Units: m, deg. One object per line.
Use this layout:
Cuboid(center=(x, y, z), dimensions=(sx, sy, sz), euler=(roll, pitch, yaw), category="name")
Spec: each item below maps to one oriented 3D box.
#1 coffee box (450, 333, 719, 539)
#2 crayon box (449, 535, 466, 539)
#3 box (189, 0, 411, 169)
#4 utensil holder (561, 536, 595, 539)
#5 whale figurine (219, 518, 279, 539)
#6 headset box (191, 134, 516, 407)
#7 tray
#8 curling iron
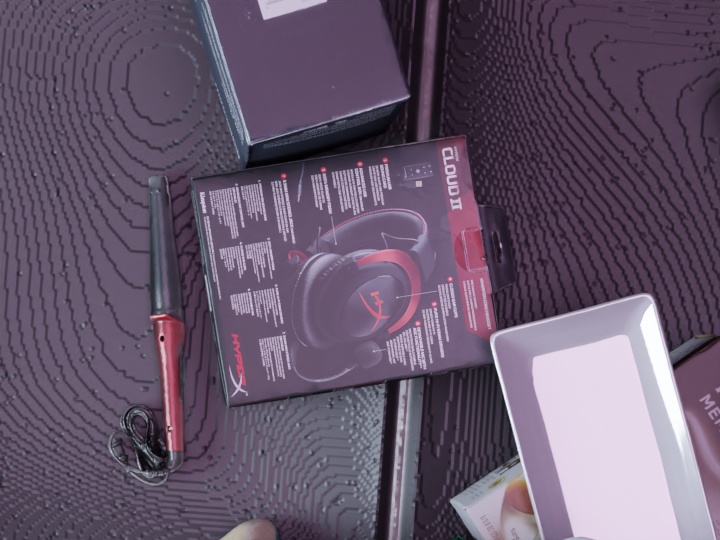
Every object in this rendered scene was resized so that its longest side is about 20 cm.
Cuboid(center=(0.173, 0.141, 1.450), dimensions=(0.200, 0.080, 0.115), euler=(-34, 90, -5), category="coffee box")
Cuboid(center=(0.021, 0.277, 1.441), dimensions=(0.200, 0.058, 0.119), euler=(-36, 90, -5), category="crayon box")
Cuboid(center=(-0.052, -0.175, 1.400), dimensions=(0.104, 0.182, 0.201), euler=(-17, 89, -6), category="box")
Cuboid(center=(0.179, 0.266, 1.314), dimensions=(0.200, 0.170, 0.170), euler=(29, 85, -23), category="utensil holder")
Cuboid(center=(-0.052, 0.228, 1.384), dimensions=(0.159, 0.200, 0.104), euler=(-34, 115, -6), category="whale figurine")
Cuboid(center=(0.000, 0.000, 1.447), dimensions=(0.199, 0.075, 0.149), euler=(-10, 88, -5), category="headset box")
Cuboid(center=(0.153, 0.123, 1.398), dimensions=(0.107, 0.022, 0.201), euler=(-14, 88, -6), category="tray")
Cuboid(center=(-0.134, 0.038, 1.458), dimensions=(0.049, 0.026, 0.201), euler=(4, 86, -7), category="curling iron")
